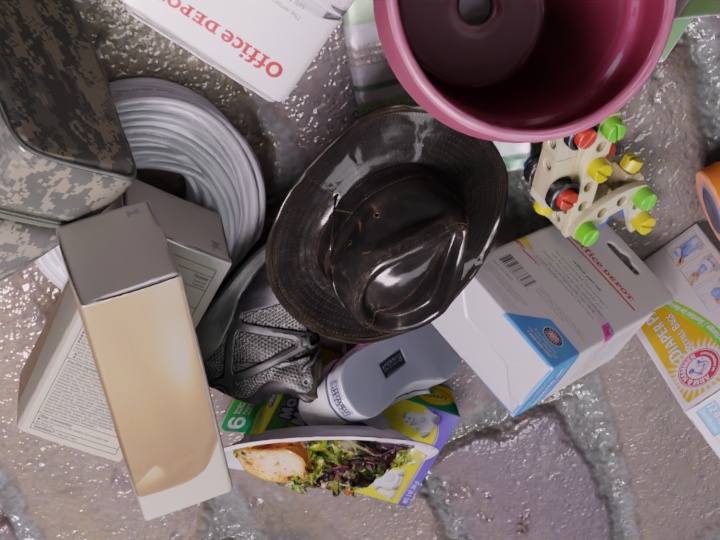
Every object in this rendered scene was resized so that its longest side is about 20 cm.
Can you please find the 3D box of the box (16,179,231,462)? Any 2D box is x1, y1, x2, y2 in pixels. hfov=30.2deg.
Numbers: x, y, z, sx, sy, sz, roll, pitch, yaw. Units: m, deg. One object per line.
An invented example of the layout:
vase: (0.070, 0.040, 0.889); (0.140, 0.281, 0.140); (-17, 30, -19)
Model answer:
box: (-0.186, 0.039, 1.035); (0.094, 0.078, 0.201); (23, 112, -24)

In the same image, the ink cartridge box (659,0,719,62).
ink cartridge box: (0.241, -0.219, 0.956); (0.048, 0.199, 0.146); (40, 79, -27)

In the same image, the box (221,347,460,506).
box: (-0.020, 0.139, 1.230); (0.198, 0.049, 0.118); (19, 116, -19)

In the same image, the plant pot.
plant pot: (0.096, -0.190, 0.933); (0.197, 0.179, 0.204); (-1, 95, -10)

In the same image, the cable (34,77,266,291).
cable: (-0.173, -0.054, 1.072); (0.200, 0.070, 0.199); (-43, 119, 13)

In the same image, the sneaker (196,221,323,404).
sneaker: (-0.050, 0.026, 1.055); (0.114, 0.076, 0.200); (37, 101, -9)

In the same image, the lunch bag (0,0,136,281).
lunch bag: (-0.274, -0.098, 0.946); (0.167, 0.202, 0.139); (-37, 159, 26)

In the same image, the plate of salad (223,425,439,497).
plate of salad: (-0.031, 0.166, 1.128); (0.196, 0.049, 0.200); (-2, 163, -1)

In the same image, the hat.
hat: (0.031, -0.016, 0.969); (0.197, 0.081, 0.203); (-9, 122, -15)

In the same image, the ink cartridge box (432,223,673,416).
ink cartridge box: (0.163, 0.030, 1.122); (0.199, 0.115, 0.068); (-21, 153, -45)

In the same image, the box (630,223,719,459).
box: (0.313, 0.070, 1.164); (0.101, 0.201, 0.113); (-36, 121, 11)

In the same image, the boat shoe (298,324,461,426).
boat shoe: (0.011, 0.091, 1.155); (0.085, 0.201, 0.075); (-25, 93, 35)

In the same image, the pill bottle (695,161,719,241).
pill bottle: (0.391, -0.090, 1.142); (0.197, 0.107, 0.107); (-22, 122, 2)

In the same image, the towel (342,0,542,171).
towel: (0.067, -0.158, 1.081); (0.147, 0.031, 0.202); (-15, 122, -3)

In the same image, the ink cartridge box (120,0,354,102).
ink cartridge box: (-0.065, -0.249, 0.969); (0.146, 0.083, 0.201); (30, 110, -25)

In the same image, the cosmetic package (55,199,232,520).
cosmetic package: (-0.152, 0.065, 0.946); (0.070, 0.105, 0.202); (-18, 126, -12)

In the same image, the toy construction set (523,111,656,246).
toy construction set: (0.197, -0.108, 1.092); (0.130, 0.092, 0.203); (-16, 124, -26)
